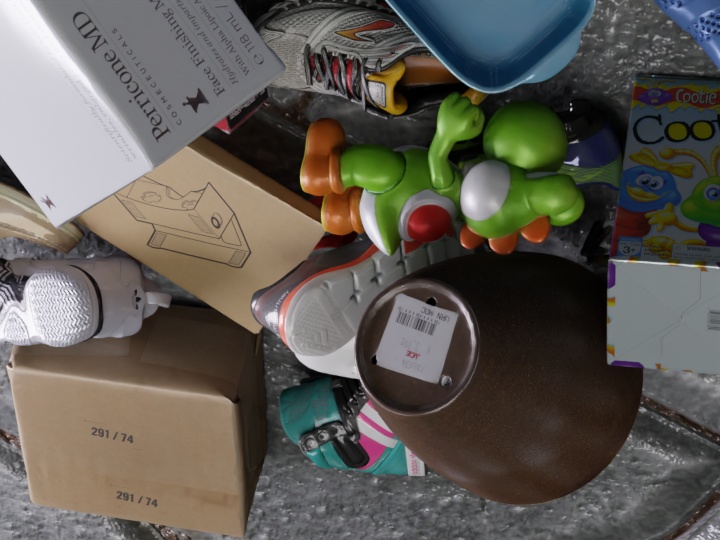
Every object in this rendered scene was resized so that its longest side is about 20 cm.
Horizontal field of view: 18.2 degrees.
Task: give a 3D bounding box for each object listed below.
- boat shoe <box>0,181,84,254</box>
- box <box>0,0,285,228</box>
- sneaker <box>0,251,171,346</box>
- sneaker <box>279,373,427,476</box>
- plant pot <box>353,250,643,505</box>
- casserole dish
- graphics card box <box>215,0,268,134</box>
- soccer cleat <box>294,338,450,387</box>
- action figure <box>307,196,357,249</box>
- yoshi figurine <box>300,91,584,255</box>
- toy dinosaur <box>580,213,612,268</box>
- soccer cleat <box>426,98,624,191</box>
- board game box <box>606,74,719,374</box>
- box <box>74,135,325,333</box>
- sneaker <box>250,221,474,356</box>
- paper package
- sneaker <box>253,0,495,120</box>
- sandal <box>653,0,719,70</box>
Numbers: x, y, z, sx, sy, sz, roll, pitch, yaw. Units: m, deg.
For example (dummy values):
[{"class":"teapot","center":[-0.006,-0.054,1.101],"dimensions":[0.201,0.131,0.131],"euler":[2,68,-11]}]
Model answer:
[{"class":"boat shoe","center":[-0.321,-0.044,1.800],"dimensions":[0.199,0.065,0.072],"euler":[19,171,1]},{"class":"box","center":[-0.189,-0.159,1.531],"dimensions":[0.199,0.131,0.200],"euler":[54,152,-8]},{"class":"sneaker","center":[-0.249,0.023,1.822],"dimensions":[0.199,0.115,0.076],"euler":[4,97,43]},{"class":"sneaker","center":[-0.010,0.098,1.863],"dimensions":[0.120,0.084,0.201],"euler":[-4,133,5]},{"class":"plant pot","center":[0.078,0.064,1.571],"dimensions":[0.186,0.188,0.200],"euler":[-12,166,24]},{"class":"casserole dish","center":[0.073,-0.215,1.543],"dimensions":[0.121,0.039,0.200],"euler":[-41,105,10]},{"class":"graphics card box","center":[-0.141,-0.205,1.600],"dimensions":[0.125,0.051,0.201],"euler":[24,143,36]},{"class":"soccer cleat","center":[0.048,0.067,1.733],"dimensions":[0.199,0.087,0.070],"euler":[-5,145,1]},{"class":"action figure","center":[-0.099,-0.033,1.784],"dimensions":[0.199,0.052,0.066],"euler":[-9,124,28]},{"class":"yoshi figurine","center":[0.066,-0.076,1.596],"dimensions":[0.199,0.112,0.113],"euler":[4,107,21]},{"class":"toy dinosaur","center":[0.250,0.020,1.753],"dimensions":[0.181,0.105,0.200],"euler":[20,174,-23]},{"class":"soccer cleat","center":[0.105,-0.064,1.688],"dimensions":[0.199,0.065,0.084],"euler":[-16,115,24]},{"class":"board game box","center":[0.234,-0.035,1.592],"dimensions":[0.102,0.200,0.105],"euler":[5,134,10]},{"class":"box","center":[-0.135,-0.047,1.727],"dimensions":[0.200,0.021,0.164],"euler":[32,143,-3]},{"class":"sneaker","center":[0.000,0.000,1.697],"dimensions":[0.082,0.199,0.077],"euler":[21,121,45]},{"class":"paper package","center":[-0.186,0.121,1.911],"dimensions":[0.199,0.104,0.191],"euler":[7,135,7]},{"class":"sneaker","center":[0.007,-0.155,1.621],"dimensions":[0.199,0.082,0.078],"euler":[0,132,15]},{"class":"sandal","center":[0.258,-0.172,1.541],"dimensions":[0.200,0.087,0.079],"euler":[38,132,-18]}]
